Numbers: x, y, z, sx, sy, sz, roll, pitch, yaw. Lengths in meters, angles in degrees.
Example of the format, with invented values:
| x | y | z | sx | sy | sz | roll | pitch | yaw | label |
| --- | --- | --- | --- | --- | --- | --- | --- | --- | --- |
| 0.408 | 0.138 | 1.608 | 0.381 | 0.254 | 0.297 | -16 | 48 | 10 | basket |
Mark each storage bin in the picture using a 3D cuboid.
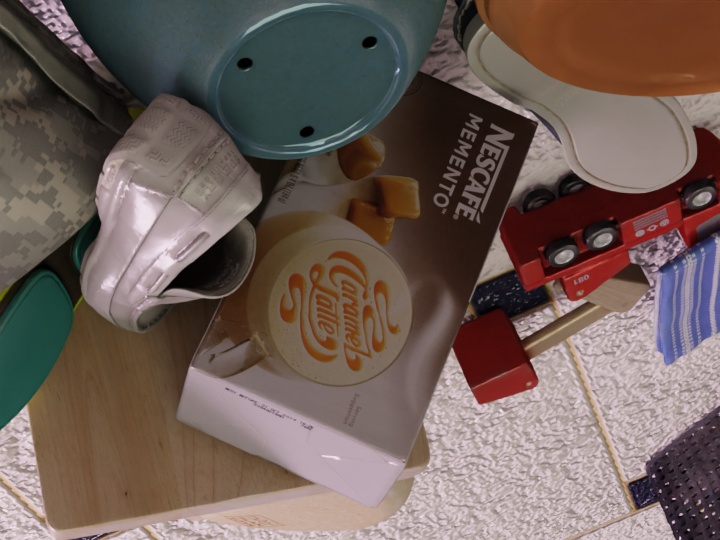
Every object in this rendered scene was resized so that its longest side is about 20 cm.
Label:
| x | y | z | sx | sy | sz | roll | pitch | yaw | label |
| --- | --- | --- | --- | --- | --- | --- | --- | --- | --- |
| 0.338 | 0.150 | 1.332 | 0.135 | 0.094 | 0.200 | 21 | 128 | -40 | storage bin |

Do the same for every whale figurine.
| x | y | z | sx | sy | sz | roll | pitch | yaw | label |
| --- | --- | --- | --- | --- | --- | --- | --- | --- | --- |
| -0.057 | 0.112 | 1.127 | 0.199 | 0.105 | 0.159 | -15 | 151 | 36 | whale figurine |

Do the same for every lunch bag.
| x | y | z | sx | sy | sz | roll | pitch | yaw | label |
| --- | --- | --- | --- | --- | --- | --- | --- | --- | --- |
| -0.214 | -0.072 | 0.765 | 0.167 | 0.140 | 0.200 | -26 | 137 | 18 | lunch bag |

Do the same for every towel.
| x | y | z | sx | sy | sz | roll | pitch | yaw | label |
| --- | --- | --- | --- | --- | --- | --- | --- | --- | --- |
| 0.280 | -0.013 | 1.120 | 0.199 | 0.024 | 0.145 | -28 | 154 | -4 | towel |

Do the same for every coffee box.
| x | y | z | sx | sy | sz | roll | pitch | yaw | label |
| --- | --- | --- | --- | --- | --- | --- | --- | --- | --- |
| 0.000 | 0.000 | 0.875 | 0.114 | 0.201 | 0.080 | 24 | 153 | 0 | coffee box |

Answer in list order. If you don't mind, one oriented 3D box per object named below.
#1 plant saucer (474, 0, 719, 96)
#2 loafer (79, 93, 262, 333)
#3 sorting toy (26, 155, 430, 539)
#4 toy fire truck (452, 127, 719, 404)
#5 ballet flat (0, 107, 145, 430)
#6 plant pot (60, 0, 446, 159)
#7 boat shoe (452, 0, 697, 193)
| x | y | z | sx | sy | sz | roll | pitch | yaw | label |
| --- | --- | --- | --- | --- | --- | --- | --- | --- | --- |
| 0.150 | -0.125 | 0.789 | 0.198 | 0.038 | 0.200 | 0 | 164 | 0 | plant saucer |
| -0.085 | -0.010 | 0.797 | 0.070 | 0.070 | 0.200 | -52 | 176 | -20 | loafer |
| -0.085 | 0.035 | 0.927 | 0.197 | 0.202 | 0.070 | -8 | 159 | -14 | sorting toy |
| 0.145 | -0.001 | 1.095 | 0.198 | 0.049 | 0.141 | -23 | 144 | 1 | toy fire truck |
| -0.163 | -0.004 | 0.862 | 0.067 | 0.201 | 0.067 | 20 | 152 | 23 | ballet flat |
| -0.039 | -0.131 | 0.782 | 0.198 | 0.136 | 0.201 | -12 | 142 | -10 | plant pot |
| 0.116 | -0.105 | 0.944 | 0.075 | 0.062 | 0.199 | -38 | 137 | 26 | boat shoe |
